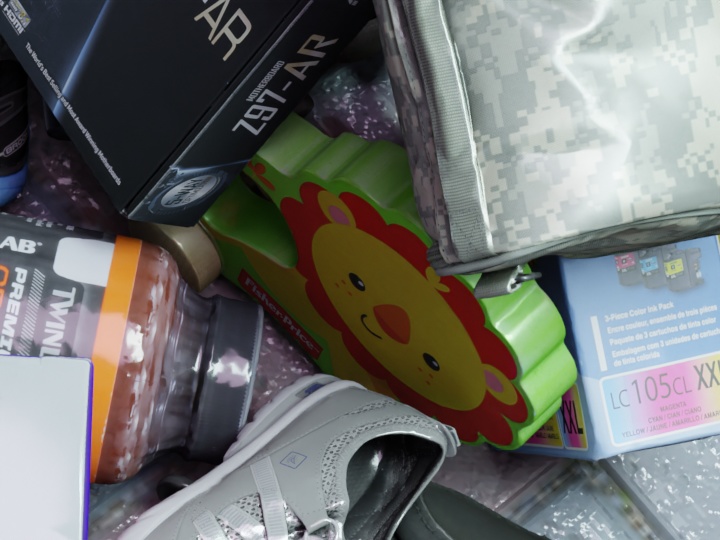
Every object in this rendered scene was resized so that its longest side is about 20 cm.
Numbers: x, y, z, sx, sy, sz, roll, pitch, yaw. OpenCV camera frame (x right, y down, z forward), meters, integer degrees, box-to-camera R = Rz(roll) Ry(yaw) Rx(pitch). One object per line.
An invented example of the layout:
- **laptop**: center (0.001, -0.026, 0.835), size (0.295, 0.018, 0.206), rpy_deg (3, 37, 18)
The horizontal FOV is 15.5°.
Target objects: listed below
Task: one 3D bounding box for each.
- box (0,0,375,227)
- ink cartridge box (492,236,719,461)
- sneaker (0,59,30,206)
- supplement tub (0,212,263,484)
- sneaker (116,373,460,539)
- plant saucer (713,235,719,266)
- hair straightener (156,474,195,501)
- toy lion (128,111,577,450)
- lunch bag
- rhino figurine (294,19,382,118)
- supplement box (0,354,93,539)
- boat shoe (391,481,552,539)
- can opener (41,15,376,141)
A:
- **box**: center (-0.084, -0.143, 1.083), size (0.044, 0.160, 0.200), rpy_deg (6, 43, -53)
- **ink cartridge box**: center (0.092, -0.024, 1.137), size (0.076, 0.136, 0.200), rpy_deg (-10, 91, -17)
- **sneaker**: center (-0.224, -0.080, 1.120), size (0.199, 0.071, 0.083), rpy_deg (12, 88, -42)
- **supplement tub**: center (-0.144, 0.029, 1.109), size (0.200, 0.107, 0.107), rpy_deg (10, 66, -5)
- **sneaker**: center (-0.036, 0.113, 1.040), size (0.200, 0.082, 0.075), rpy_deg (-53, 129, -33)
- **plant saucer**: center (0.196, -0.084, 1.197), size (0.200, 0.048, 0.200), rpy_deg (13, 56, -56)
- **hair straightener**: center (0.002, 0.133, 1.137), size (0.200, 0.041, 0.077), rpy_deg (23, 65, -2)
- **toy lion**: center (0.000, 0.000, 1.108), size (0.200, 0.192, 0.069), rpy_deg (44, 66, 8)
- **lunch bag**: center (0.077, -0.100, 0.971), size (0.168, 0.139, 0.200), rpy_deg (-12, 91, -45)
- **rhino figurine**: center (-0.038, -0.115, 1.221), size (0.200, 0.060, 0.088), rpy_deg (-2, 73, -5)
- **supplement box**: center (-0.164, 0.109, 1.024), size (0.101, 0.200, 0.103), rpy_deg (5, 66, -11)
- **boat shoe**: center (0.100, 0.144, 1.128), size (0.201, 0.063, 0.074), rpy_deg (33, 29, -1)
- **can opener**: center (-0.050, -0.108, 1.128), size (0.200, 0.063, 0.079), rpy_deg (-15, 77, 29)
